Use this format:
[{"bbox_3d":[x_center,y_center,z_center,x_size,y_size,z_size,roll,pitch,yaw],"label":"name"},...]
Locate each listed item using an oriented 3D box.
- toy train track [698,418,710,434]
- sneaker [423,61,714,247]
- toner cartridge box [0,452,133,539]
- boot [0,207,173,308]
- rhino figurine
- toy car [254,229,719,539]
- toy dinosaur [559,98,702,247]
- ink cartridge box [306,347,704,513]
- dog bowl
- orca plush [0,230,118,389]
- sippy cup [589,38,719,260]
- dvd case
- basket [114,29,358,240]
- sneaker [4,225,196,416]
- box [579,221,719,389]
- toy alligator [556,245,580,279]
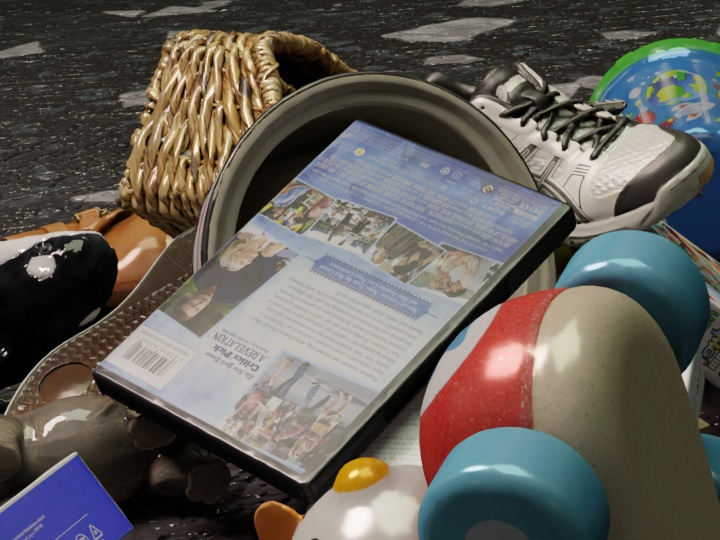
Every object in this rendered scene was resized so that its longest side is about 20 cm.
[{"bbox_3d":[0.074,0.111,1.040,0.199,0.033,0.115,-17,26,-22],"label":"toy train track"},{"bbox_3d":[0.097,-0.069,1.218,0.199,0.088,0.076,3,37,45],"label":"sneaker"},{"bbox_3d":[-0.172,0.143,0.863,0.095,0.043,0.200,-37,0,25],"label":"toner cartridge box"},{"bbox_3d":[-0.167,-0.017,1.526,0.155,0.077,0.200,-11,23,-10],"label":"boot"},{"bbox_3d":[-0.167,0.097,1.089,0.199,0.060,0.087,-9,9,-9],"label":"rhino figurine"},{"bbox_3d":[0.032,0.102,0.848,0.199,0.178,0.184,-11,22,27],"label":"toy car"},{"bbox_3d":[0.117,-0.033,1.355,0.199,0.136,0.102,-5,16,-3],"label":"toy dinosaur"},{"bbox_3d":[0.061,0.100,0.997,0.162,0.057,0.201,1,46,17],"label":"ink cartridge box"},{"bbox_3d":[0.000,0.000,1.180,0.199,0.201,0.074,-11,-2,-24],"label":"dog bowl"},{"bbox_3d":[-0.224,0.038,1.245,0.199,0.106,0.071,-10,31,22],"label":"orca plush"},{"bbox_3d":[0.222,-0.073,1.516,0.178,0.140,0.130,-40,19,17],"label":"sippy cup"},{"bbox_3d":[-0.011,0.014,1.060,0.142,0.018,0.200,24,57,36],"label":"dvd case"},{"bbox_3d":[-0.021,-0.062,1.353,0.149,0.143,0.200,7,-17,37],"label":"basket"},{"bbox_3d":[-0.113,0.063,1.215,0.073,0.085,0.200,17,46,34],"label":"sneaker"},{"bbox_3d":[0.177,0.015,1.211,0.110,0.035,0.200,35,11,-17],"label":"box"},{"bbox_3d":[0.124,0.046,1.230,0.054,0.059,0.200,-36,28,14],"label":"toy alligator"}]
